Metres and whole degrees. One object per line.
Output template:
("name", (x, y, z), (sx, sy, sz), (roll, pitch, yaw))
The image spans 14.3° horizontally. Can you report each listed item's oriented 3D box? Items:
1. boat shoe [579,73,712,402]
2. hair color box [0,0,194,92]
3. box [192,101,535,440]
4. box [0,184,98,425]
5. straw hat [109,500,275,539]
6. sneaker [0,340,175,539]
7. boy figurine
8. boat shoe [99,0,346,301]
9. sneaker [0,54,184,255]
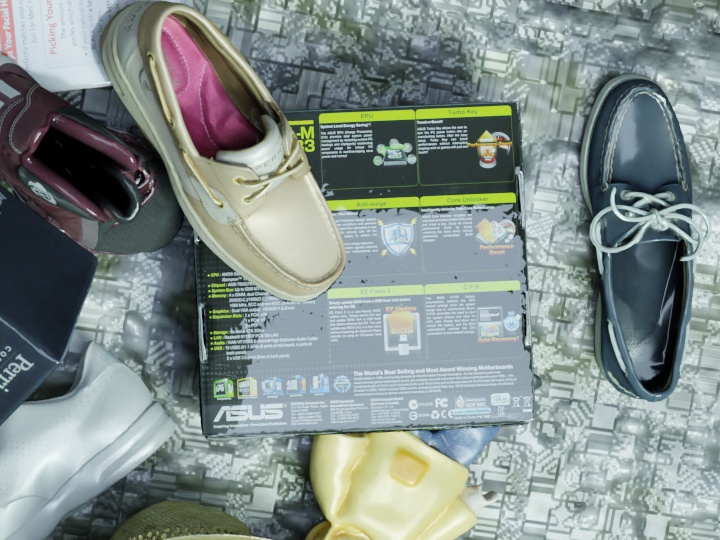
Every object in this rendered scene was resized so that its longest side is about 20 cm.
("boat shoe", (0.173, -0.019, 1.765), (0.075, 0.062, 0.201), (2, 97, -12))
("hair color box", (-0.199, -0.158, 1.655), (0.200, 0.064, 0.111), (-7, 101, -14))
("box", (0.000, 0.000, 1.700), (0.199, 0.048, 0.194), (-3, 85, -2))
("box", (-0.288, 0.023, 1.592), (0.200, 0.118, 0.197), (38, 117, -16))
("straw hat", (-0.107, 0.184, 1.707), (0.201, 0.085, 0.201), (-6, 137, -5))
("sneaker", (-0.211, 0.122, 1.696), (0.200, 0.075, 0.089), (-38, 92, -12))
("boy figurine", (0.020, 0.125, 1.748), (0.124, 0.064, 0.200), (39, 84, -16))
("boat shoe", (-0.070, -0.067, 1.624), (0.074, 0.069, 0.200), (-44, 105, -23))
("sneaker", (-0.145, -0.043, 1.620), (0.200, 0.115, 0.076), (33, 89, -49))
